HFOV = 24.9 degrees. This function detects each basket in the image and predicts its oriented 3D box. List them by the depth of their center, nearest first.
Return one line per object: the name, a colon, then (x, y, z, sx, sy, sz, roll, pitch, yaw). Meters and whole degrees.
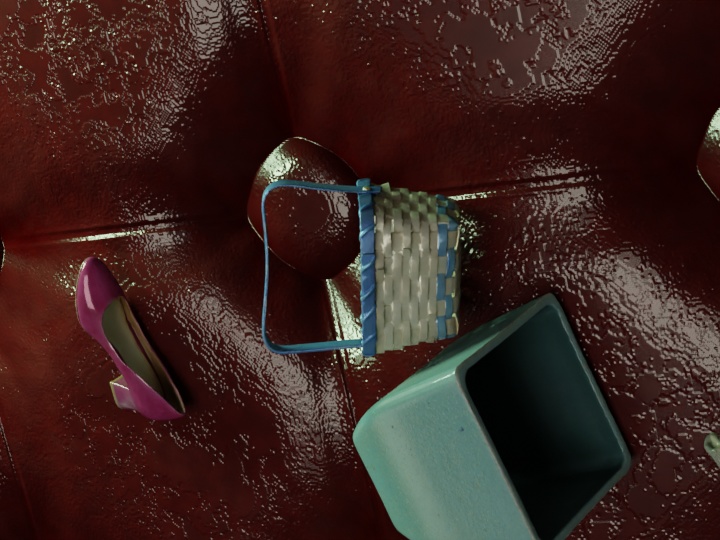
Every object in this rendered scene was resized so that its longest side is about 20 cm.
basket: (0.000, 0.000, 1.615, 0.198, 0.139, 0.178, 0, 111, -5)

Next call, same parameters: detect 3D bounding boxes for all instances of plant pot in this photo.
plant pot: (0.111, 0.167, 1.611, 0.199, 0.195, 0.198, -20, 99, 42)

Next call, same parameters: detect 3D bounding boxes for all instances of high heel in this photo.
high heel: (-0.255, 0.078, 1.824, 0.095, 0.067, 0.202, 6, 116, 36)

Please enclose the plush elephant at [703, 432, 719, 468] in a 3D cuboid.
plush elephant: (0.405, 0.178, 1.466, 0.165, 0.154, 0.201, 48, 130, 22)
